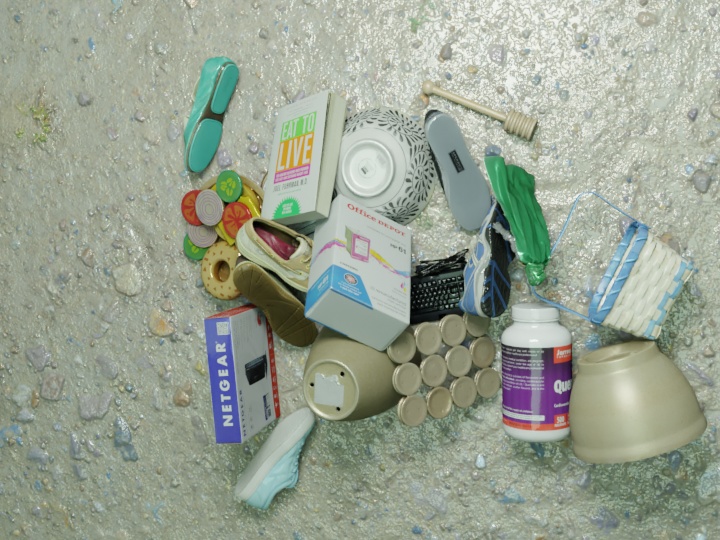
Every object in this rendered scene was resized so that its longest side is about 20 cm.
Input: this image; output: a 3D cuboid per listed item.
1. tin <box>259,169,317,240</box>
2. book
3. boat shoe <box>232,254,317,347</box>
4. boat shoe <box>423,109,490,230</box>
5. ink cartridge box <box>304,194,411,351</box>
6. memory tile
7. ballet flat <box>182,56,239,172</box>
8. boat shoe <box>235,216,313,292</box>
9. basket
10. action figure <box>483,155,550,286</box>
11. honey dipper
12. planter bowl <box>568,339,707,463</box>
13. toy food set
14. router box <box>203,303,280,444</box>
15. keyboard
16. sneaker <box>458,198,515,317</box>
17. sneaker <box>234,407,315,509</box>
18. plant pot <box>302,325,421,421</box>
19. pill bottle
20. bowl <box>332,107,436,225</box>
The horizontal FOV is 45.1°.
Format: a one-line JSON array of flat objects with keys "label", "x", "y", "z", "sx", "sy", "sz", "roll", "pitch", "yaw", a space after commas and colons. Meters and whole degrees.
[{"label": "tin", "x": -0.103, "y": -0.087, "z": 1.472, "sx": 0.110, "sy": 0.042, "sz": 0.204, "roll": -22, "pitch": 89, "yaw": 19}, {"label": "book", "x": -0.095, "y": -0.177, "z": 1.403, "sx": 0.132, "sy": 0.048, "sz": 0.205, "roll": -8, "pitch": 68, "yaw": 41}, {"label": "boat shoe", "x": -0.139, "y": 0.046, "z": 1.454, "sx": 0.072, "sy": 0.065, "sz": 0.201, "roll": -30, "pitch": 122, "yaw": 12}, {"label": "boat shoe", "x": 0.148, "y": -0.161, "z": 1.383, "sx": 0.073, "sy": 0.068, "sz": 0.202, "roll": -29, "pitch": 112, "yaw": 4}, {"label": "ink cartridge box", "x": 0.000, "y": 0.000, "z": 1.345, "sx": 0.142, "sy": 0.203, "sz": 0.085, "roll": 25, "pitch": 132, "yaw": -21}, {"label": "memory tile", "x": 0.134, "y": 0.152, "z": 1.377, "sx": 0.196, "sy": 0.017, "sz": 0.157, "roll": -15, "pitch": 96, "yaw": -27}, {"label": "ballet flat", "x": -0.268, "y": -0.271, "z": 1.492, "sx": 0.070, "sy": 0.067, "sz": 0.204, "roll": 28, "pitch": 102, "yaw": 35}, {"label": "boat shoe", "x": -0.105, "y": -0.023, "z": 1.393, "sx": 0.196, "sy": 0.066, "sz": 0.075, "roll": 23, "pitch": 56, "yaw": -14}, {"label": "basket", "x": 0.377, "y": 0.003, "z": 1.300, "sx": 0.197, "sy": 0.139, "sz": 0.179, "roll": 29, "pitch": 101, "yaw": 2}, {"label": "action figure", "x": 0.243, "y": -0.069, "z": 1.310, "sx": 0.055, "sy": 0.116, "sz": 0.204, "roll": -42, "pitch": 49, "yaw": 44}, {"label": "honey dipper", "x": 0.186, "y": -0.261, "z": 1.381, "sx": 0.197, "sy": 0.038, "sz": 0.039, "roll": 25, "pitch": 101, "yaw": 13}, {"label": "planter bowl", "x": 0.394, "y": 0.183, "z": 1.281, "sx": 0.196, "sy": 0.200, "sz": 0.138, "roll": -17, "pitch": 91, "yaw": 15}, {"label": "toy food set", "x": -0.225, "y": -0.067, "z": 1.480, "sx": 0.199, "sy": 0.048, "sz": 0.200, "roll": -37, "pitch": 81, "yaw": 29}, {"label": "router box", "x": -0.194, "y": 0.166, "z": 1.443, "sx": 0.048, "sy": 0.179, "sz": 0.206, "roll": -4, "pitch": 94, "yaw": 15}, {"label": "keyboard", "x": 0.125, "y": 0.029, "z": 1.421, "sx": 0.195, "sy": 0.040, "sz": 0.107, "roll": -11, "pitch": 93, "yaw": 14}, {"label": "sneaker", "x": 0.199, "y": -0.024, "z": 1.362, "sx": 0.075, "sy": 0.076, "sz": 0.204, "roll": 29, "pitch": 68, "yaw": -28}, {"label": "sneaker", "x": -0.132, "y": 0.330, "z": 1.509, "sx": 0.081, "sy": 0.074, "sz": 0.201, "roll": 37, "pitch": 99, "yaw": -22}, {"label": "plant pot", "x": -0.015, "y": 0.162, "z": 1.377, "sx": 0.183, "sy": 0.200, "sz": 0.193, "roll": 3, "pitch": 101, "yaw": 18}, {"label": "pill bottle", "x": 0.276, "y": 0.157, "z": 1.355, "sx": 0.110, "sy": 0.112, "sz": 0.206, "roll": 0, "pitch": 95, "yaw": 14}, {"label": "bowl", "x": 0.021, "y": -0.164, "z": 1.403, "sx": 0.195, "sy": 0.094, "sz": 0.206, "roll": 2, "pitch": 96, "yaw": 14}]
